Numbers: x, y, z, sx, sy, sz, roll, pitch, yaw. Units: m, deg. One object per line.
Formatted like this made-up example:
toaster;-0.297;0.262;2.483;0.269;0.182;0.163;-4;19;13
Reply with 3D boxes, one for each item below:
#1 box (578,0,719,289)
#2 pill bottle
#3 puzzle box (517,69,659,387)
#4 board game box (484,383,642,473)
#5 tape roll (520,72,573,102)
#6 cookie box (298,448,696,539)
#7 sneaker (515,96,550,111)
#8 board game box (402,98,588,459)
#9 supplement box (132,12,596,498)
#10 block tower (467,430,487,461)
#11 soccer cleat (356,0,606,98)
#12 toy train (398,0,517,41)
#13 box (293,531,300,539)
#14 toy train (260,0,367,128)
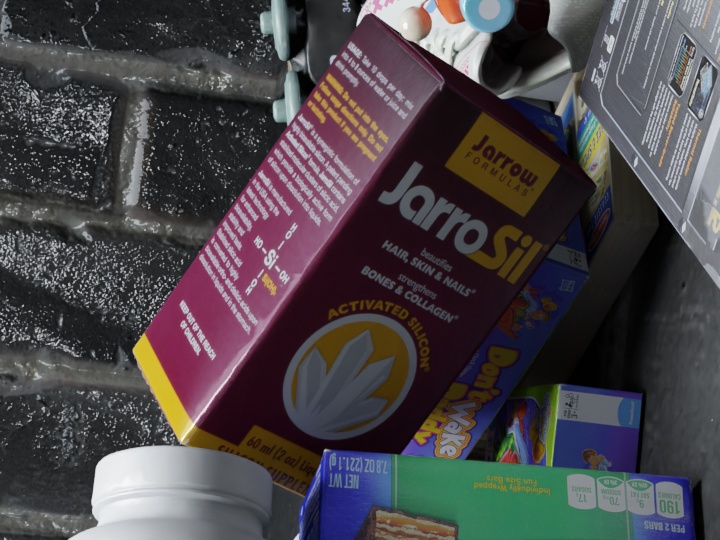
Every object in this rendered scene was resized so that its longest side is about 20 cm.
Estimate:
box;0.154;-0.116;0.640;0.159;0.048;0.202;-115;32;-54
pill bottle;-0.078;0.179;0.682;0.113;0.111;0.202;117;158;-64
puzzle box;0.117;-0.023;0.949;0.201;0.025;0.134;110;164;-54
board game box;0.095;0.162;0.878;0.134;0.044;0.203;151;126;-79
tape roll;0.111;-0.203;1.001;0.200;0.065;0.203;-172;90;-80
cookie box;0.057;0.187;0.712;0.075;0.169;0.202;107;166;-60
sneaker;0.056;-0.125;1.129;0.201;0.114;0.074;-97;15;-62
board game box;0.051;0.023;0.929;0.135;0.044;0.201;-91;24;-49
supplement box;0.000;0.000;0.791;0.201;0.110;0.086;-54;36;11
block tower;0.063;0.122;1.076;0.200;0.057;0.055;-134;51;-77
soccer cleat;0.055;-0.124;0.882;0.199;0.070;0.087;-9;41;50
toy train;0.079;-0.172;0.785;0.200;0.149;0.056;-91;-20;-68
box;0.012;0.197;0.909;0.200;0.100;0.114;119;157;-68
toy train;-0.012;-0.097;1.033;0.114;0.084;0.203;155;109;-89
